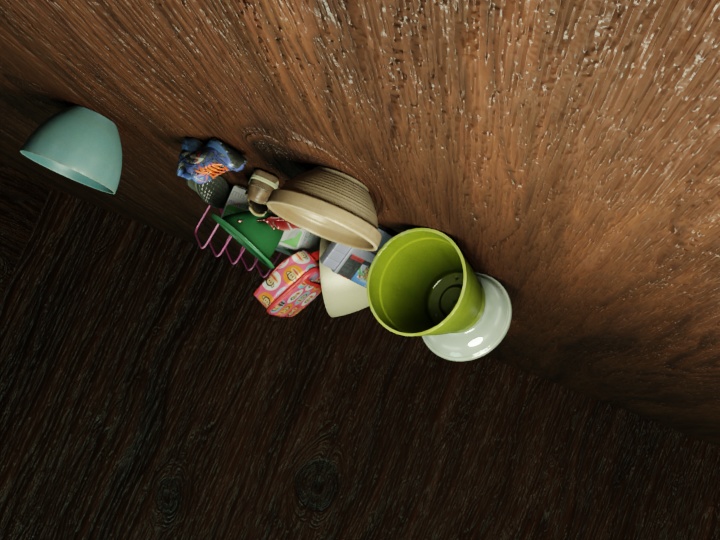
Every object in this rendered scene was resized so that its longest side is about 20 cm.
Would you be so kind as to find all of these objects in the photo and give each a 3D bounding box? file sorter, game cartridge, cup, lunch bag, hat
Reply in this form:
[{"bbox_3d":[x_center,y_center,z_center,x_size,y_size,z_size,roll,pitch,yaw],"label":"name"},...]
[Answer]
[{"bbox_3d":[-0.308,-0.086,1.949,0.200,0.125,0.139,26,-167,-31],"label":"file sorter"},{"bbox_3d":[0.029,-0.024,1.559,0.200,0.130,0.038,26,-163,-31],"label":"game cartridge"},{"bbox_3d":[0.000,0.000,1.681,0.143,0.201,0.200,-4,168,10],"label":"cup"},{"bbox_3d":[-0.139,0.022,1.711,0.082,0.176,0.200,48,-174,12],"label":"lunch bag"},{"bbox_3d":[-0.187,-0.117,1.619,0.200,0.176,0.166,42,173,-14],"label":"hat"}]

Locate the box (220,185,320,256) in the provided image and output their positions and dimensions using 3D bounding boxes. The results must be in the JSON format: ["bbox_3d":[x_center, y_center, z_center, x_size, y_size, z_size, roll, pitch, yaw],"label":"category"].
[{"bbox_3d":[-0.196,-0.105,1.760,0.200,0.097,0.176,21,175,11],"label":"box"}]

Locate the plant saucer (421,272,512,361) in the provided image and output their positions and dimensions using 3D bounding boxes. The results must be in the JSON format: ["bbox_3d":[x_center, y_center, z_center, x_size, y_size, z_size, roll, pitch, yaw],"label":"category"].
[{"bbox_3d":[0.208,0.085,1.559,0.200,0.200,0.050,17,162,33],"label":"plant saucer"}]

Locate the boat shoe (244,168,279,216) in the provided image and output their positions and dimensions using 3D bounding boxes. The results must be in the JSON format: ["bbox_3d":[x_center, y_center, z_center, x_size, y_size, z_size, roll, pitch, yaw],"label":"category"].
[{"bbox_3d":[-0.206,-0.148,1.544,0.075,0.075,0.202,22,173,1],"label":"boat shoe"}]

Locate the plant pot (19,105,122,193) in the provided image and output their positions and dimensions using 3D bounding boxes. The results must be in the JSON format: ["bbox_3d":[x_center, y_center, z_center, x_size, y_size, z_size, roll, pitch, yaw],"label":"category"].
[{"bbox_3d":[-0.582,-0.263,1.582,0.200,0.135,0.200,21,173,3],"label":"plant pot"}]

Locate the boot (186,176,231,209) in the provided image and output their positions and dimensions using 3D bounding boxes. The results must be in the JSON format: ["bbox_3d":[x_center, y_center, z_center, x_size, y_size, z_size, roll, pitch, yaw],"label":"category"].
[{"bbox_3d":[-0.362,-0.189,1.769,0.131,0.068,0.200,25,173,25],"label":"boot"}]

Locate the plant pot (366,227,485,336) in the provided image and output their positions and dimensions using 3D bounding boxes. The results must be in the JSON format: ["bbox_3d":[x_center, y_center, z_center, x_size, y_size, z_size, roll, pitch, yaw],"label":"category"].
[{"bbox_3d":[0.145,0.041,1.451,0.200,0.201,0.193,17,176,33],"label":"plant pot"}]

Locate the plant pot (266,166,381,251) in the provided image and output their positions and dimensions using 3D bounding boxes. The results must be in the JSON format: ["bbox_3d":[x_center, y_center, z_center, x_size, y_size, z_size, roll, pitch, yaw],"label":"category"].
[{"bbox_3d":[-0.049,-0.113,1.275,0.201,0.093,0.201,21,174,3],"label":"plant pot"}]

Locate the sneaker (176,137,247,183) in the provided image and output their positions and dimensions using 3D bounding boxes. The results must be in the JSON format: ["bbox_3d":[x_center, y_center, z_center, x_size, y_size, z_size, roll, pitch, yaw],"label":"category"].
[{"bbox_3d":[-0.277,-0.195,1.404,0.075,0.079,0.200,27,172,-37],"label":"sneaker"}]

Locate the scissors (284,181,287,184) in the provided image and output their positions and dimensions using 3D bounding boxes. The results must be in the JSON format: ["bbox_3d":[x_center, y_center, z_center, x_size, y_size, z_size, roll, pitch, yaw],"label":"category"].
[{"bbox_3d":[-0.066,-0.128,1.518,0.200,0.014,0.073,26,170,-18],"label":"scissors"}]
